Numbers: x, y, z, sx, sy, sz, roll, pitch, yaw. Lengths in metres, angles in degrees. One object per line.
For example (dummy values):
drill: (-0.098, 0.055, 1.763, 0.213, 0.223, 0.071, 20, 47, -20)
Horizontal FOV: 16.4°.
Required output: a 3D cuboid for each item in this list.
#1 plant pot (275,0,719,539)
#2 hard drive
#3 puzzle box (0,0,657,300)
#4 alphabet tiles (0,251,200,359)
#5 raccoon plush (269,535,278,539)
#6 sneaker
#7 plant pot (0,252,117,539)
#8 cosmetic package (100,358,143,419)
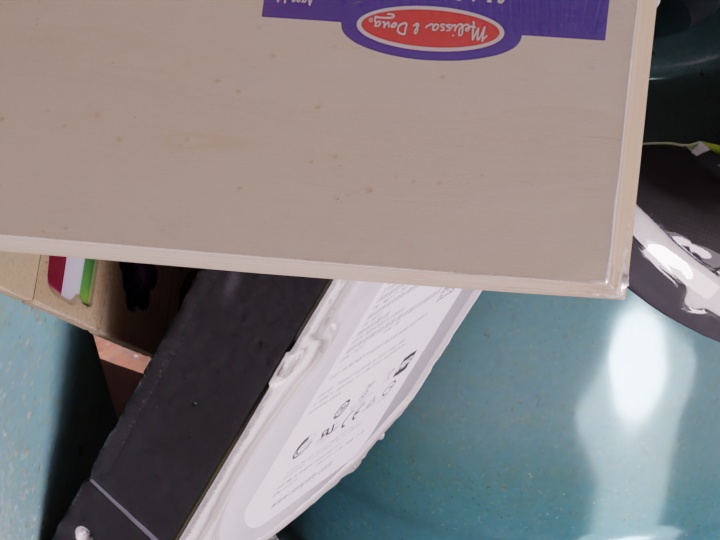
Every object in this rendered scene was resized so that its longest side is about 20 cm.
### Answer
plant pot: (0.064, -0.010, 0.829, 0.199, 0.200, 0.189, -16, 123, -28)
hard drive: (0.000, 0.000, 0.677, 0.140, 0.038, 0.201, -32, 156, -55)
puzzle box: (-0.033, -0.066, 0.540, 0.025, 0.198, 0.134, 36, 61, -72)
alphabet tiles: (-0.065, -0.086, 0.657, 0.167, 0.007, 0.202, 30, 64, -61)
raccoon plush: (-0.039, 0.163, 0.995, 0.200, 0.097, 0.134, -50, 150, 13)
sneaker: (0.140, -0.025, 0.718, 0.199, 0.072, 0.083, 10, 116, -36)
plant pot: (-0.179, 0.042, 0.671, 0.200, 0.196, 0.197, -41, 147, -24)
cosmetic package: (-0.104, 0.136, 0.824, 0.085, 0.107, 0.202, -21, 118, -44)
